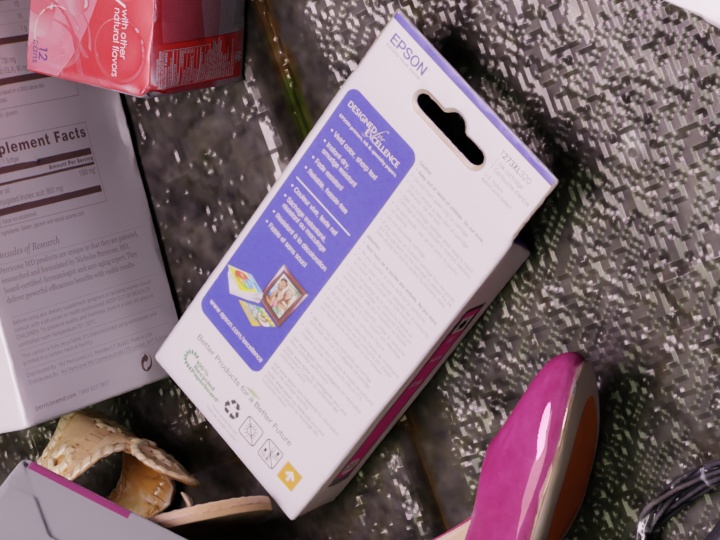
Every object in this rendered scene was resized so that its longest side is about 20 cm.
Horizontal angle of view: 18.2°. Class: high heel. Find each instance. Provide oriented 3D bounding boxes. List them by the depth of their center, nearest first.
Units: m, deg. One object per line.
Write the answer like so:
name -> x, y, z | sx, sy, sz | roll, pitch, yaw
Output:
high heel -> 0.029, 0.103, 0.881 | 0.095, 0.067, 0.201 | 26, 128, 16

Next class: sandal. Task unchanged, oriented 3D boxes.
sandal -> -0.125, 0.096, 0.983 | 0.211, 0.077, 0.070 | -24, 73, 44

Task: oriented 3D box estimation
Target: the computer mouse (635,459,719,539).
computer mouse -> 0.101, 0.150, 0.861 | 0.059, 0.034, 0.201 | 39, 119, 23

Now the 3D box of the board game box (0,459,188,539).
board game box -> -0.106, 0.188, 0.933 | 0.147, 0.064, 0.201 | 27, 134, 5

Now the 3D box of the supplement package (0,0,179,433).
supplement package -> -0.169, -0.035, 0.959 | 0.113, 0.109, 0.202 | -13, 93, 35

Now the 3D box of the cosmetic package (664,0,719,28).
cosmetic package -> 0.102, -0.204, 0.769 | 0.150, 0.052, 0.201 | 29, 116, 28

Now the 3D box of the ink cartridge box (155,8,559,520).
ink cartridge box -> 0.000, 0.000, 0.896 | 0.095, 0.037, 0.200 | 48, 125, 17

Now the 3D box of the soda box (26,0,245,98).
soda box -> -0.085, -0.175, 0.898 | 0.070, 0.063, 0.202 | 15, 108, 31
